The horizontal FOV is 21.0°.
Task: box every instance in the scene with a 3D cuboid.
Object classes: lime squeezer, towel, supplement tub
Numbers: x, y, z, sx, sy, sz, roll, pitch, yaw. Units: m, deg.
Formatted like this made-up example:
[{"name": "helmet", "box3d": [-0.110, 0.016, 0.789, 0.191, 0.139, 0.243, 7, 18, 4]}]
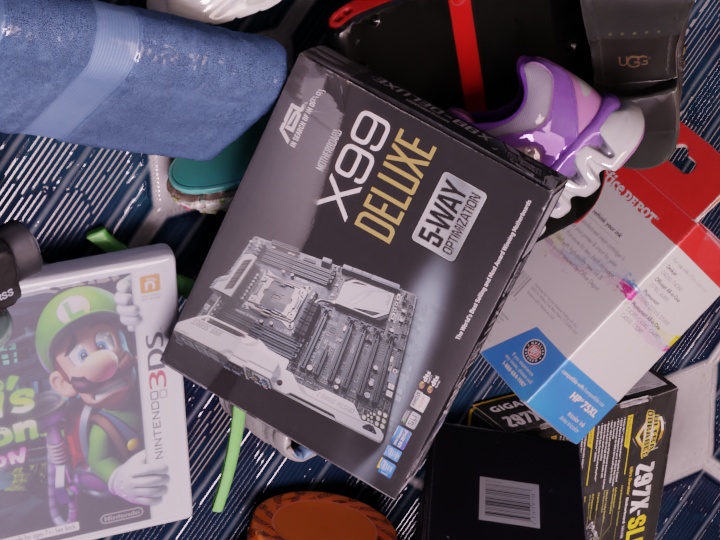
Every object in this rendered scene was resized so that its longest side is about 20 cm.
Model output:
[{"name": "lime squeezer", "box3d": [-0.091, 0.053, 1.162, 0.070, 0.038, 0.200, -27, 115, -13]}, {"name": "towel", "box3d": [-0.145, -0.108, 1.032, 0.199, 0.112, 0.049, 8, 65, -35]}, {"name": "supplement tub", "box3d": [-0.038, 0.255, 1.277, 0.122, 0.122, 0.201, -6, 116, -33]}]

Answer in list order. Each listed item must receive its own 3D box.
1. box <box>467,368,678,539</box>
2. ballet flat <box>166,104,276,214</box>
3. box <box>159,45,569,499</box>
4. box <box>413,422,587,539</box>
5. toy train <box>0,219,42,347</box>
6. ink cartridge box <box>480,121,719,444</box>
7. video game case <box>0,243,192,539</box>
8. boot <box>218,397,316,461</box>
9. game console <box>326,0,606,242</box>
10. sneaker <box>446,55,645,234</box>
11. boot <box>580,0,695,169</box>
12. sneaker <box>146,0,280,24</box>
[{"name": "box", "box3d": [0.145, 0.179, 1.417, 0.159, 0.049, 0.201, -13, 120, -33]}, {"name": "ballet flat", "box3d": [-0.022, -0.083, 1.152, 0.200, 0.076, 0.064, -35, 140, -12]}, {"name": "box", "box3d": [0.000, 0.000, 1.072, 0.200, 0.157, 0.050, -63, 171, 19]}, {"name": "box", "box3d": [0.081, 0.229, 1.263, 0.104, 0.200, 0.183, 8, 114, 1]}, {"name": "toy train", "box3d": [-0.265, 0.014, 0.992, 0.200, 0.114, 0.085, -28, 135, -27]}, {"name": "ink cartridge box", "box3d": [0.166, -0.001, 1.277, 0.200, 0.116, 0.067, -46, 130, 5]}, {"name": "video game case", "box3d": [-0.198, 0.085, 1.119, 0.199, 0.023, 0.182, -11, 119, -17]}, {"name": "boot", "box3d": [0.006, 0.035, 1.213, 0.200, 0.096, 0.074, -47, 131, -6]}, {"name": "game console", "box3d": [0.067, -0.092, 1.157, 0.177, 0.031, 0.201, -26, 123, -23]}, {"name": "sneaker", "box3d": [0.065, -0.045, 1.114, 0.088, 0.081, 0.200, 42, 99, -12]}, {"name": "boot", "box3d": [0.173, -0.173, 1.198, 0.069, 0.174, 0.201, 6, 120, 8]}, {"name": "sneaker", "box3d": [-0.031, -0.207, 1.079, 0.200, 0.078, 0.100, -24, 121, -25]}]
